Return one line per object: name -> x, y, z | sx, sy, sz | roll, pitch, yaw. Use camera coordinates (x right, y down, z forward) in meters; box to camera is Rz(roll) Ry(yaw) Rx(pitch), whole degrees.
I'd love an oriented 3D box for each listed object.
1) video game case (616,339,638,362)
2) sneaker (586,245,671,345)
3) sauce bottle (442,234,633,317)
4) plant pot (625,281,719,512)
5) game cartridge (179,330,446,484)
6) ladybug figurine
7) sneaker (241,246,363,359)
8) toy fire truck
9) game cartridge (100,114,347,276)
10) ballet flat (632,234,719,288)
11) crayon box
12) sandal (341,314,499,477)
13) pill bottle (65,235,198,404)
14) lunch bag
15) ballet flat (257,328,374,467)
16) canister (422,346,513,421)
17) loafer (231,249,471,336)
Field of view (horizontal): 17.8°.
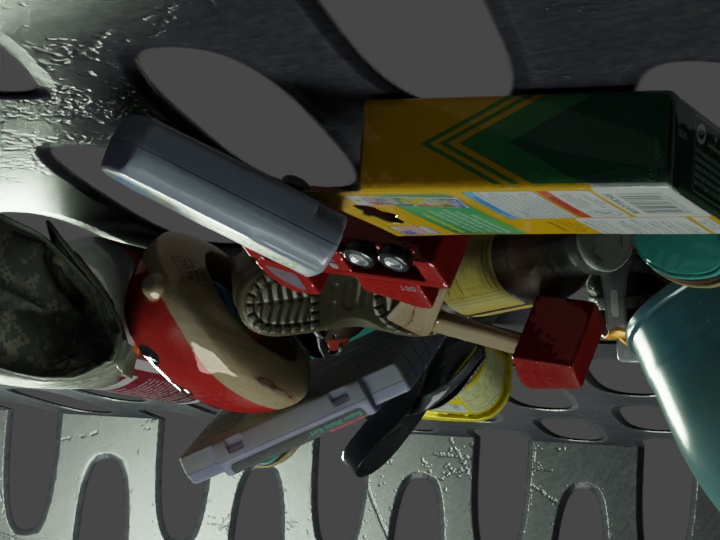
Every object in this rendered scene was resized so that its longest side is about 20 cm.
video game case -> 0.299, 0.040, 1.630 | 0.181, 0.023, 0.200 | 0, -171, 26
sneaker -> 0.194, 0.016, 1.533 | 0.078, 0.078, 0.200 | -2, 171, 27
sauce bottle -> 0.107, -0.008, 1.450 | 0.064, 0.065, 0.200 | 8, 171, -24
plant pot -> 0.285, 0.093, 1.402 | 0.199, 0.189, 0.200 | -14, 159, -6
game cartridge -> -0.033, 0.096, 1.745 | 0.199, 0.038, 0.130 | -25, -165, 24
ladybug figurine -> -0.108, 0.044, 1.654 | 0.072, 0.136, 0.200 | -34, 146, 13
sneaker -> -0.027, 0.027, 1.696 | 0.077, 0.082, 0.200 | -1, 170, 35
toy fire truck -> 0.036, 0.008, 1.402 | 0.199, 0.049, 0.141 | 7, 150, 32
game cartridge -> -0.075, -0.040, 1.239 | 0.133, 0.041, 0.200 | 30, 178, -2
ballet flat -> 0.219, -0.029, 1.255 | 0.063, 0.069, 0.200 | -8, 178, -21
crayon box -> 0.086, -0.053, 1.190 | 0.199, 0.052, 0.126 | -1, 170, 25
sandal -> 0.061, 0.093, 1.847 | 0.043, 0.200, 0.076 | 44, -156, 21
pill bottle -> -0.159, 0.043, 1.771 | 0.113, 0.113, 0.200 | -1, 170, 32
lunch bag -> -0.247, 0.021, 1.575 | 0.199, 0.118, 0.164 | 19, 172, -2
ballet flat -> -0.029, 0.078, 1.861 | 0.200, 0.069, 0.063 | -42, -174, 16
canister -> 0.051, 0.076, 1.992 | 0.148, 0.087, 0.200 | 5, 171, 10
loafer -> 0.000, 0.000, 1.560 | 0.199, 0.076, 0.067 | 1, -151, -30
